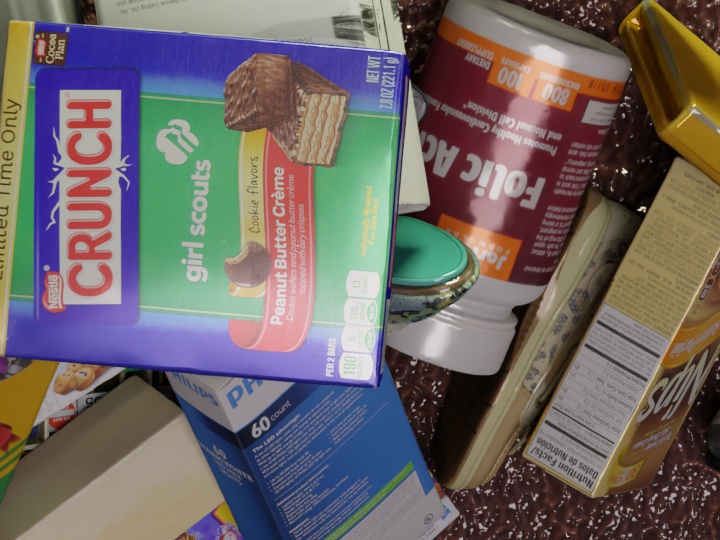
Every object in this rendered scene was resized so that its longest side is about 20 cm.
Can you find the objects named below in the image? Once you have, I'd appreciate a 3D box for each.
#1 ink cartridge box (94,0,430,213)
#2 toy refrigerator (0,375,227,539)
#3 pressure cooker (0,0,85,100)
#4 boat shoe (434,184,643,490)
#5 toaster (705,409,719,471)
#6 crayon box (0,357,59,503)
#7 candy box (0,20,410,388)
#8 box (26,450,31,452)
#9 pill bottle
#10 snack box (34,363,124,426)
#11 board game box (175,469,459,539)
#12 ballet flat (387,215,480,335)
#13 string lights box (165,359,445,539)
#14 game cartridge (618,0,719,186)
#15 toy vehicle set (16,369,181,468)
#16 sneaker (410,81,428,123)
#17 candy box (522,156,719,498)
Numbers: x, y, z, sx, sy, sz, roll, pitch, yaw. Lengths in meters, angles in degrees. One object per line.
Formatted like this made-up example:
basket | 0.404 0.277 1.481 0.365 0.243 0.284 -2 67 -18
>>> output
ink cartridge box | -0.055 -0.116 1.491 0.146 0.084 0.200 -9 89 16
toy refrigerator | -0.176 0.153 1.579 0.200 0.076 0.070 -37 119 -14
pressure cooker | -0.227 -0.109 1.512 0.178 0.176 0.200 -14 110 -9
boat shoe | 0.110 0.048 1.682 0.063 0.073 0.200 26 97 -21
toaster | 0.299 0.084 1.684 0.114 0.200 0.129 36 80 -22
crayon box | -0.230 0.049 1.483 0.127 0.051 0.200 15 123 -15
candy box | -0.082 -0.034 1.398 0.200 0.077 0.169 5 90 3
box | -0.246 0.166 1.663 0.119 0.041 0.200 5 103 -13
pill bottle | 0.070 -0.049 1.622 0.114 0.114 0.200 17 102 -16
snack box | -0.158 0.029 1.581 0.200 0.024 0.072 -33 117 -16
board game box | -0.055 0.157 1.662 0.200 0.045 0.135 -41 120 -11
ballet flat | 0.000 0.000 1.572 0.074 0.200 0.074 -15 116 -33
string lights box | -0.030 0.091 1.559 0.103 0.059 0.200 -40 135 -20
game cartridge | 0.239 -0.059 1.622 0.200 0.176 0.032 40 107 -19
toy vehicle set | -0.158 0.105 1.634 0.200 0.027 0.124 -7 108 -26
sneaker | -0.007 -0.137 1.559 0.114 0.075 0.200 28 107 23
candy box | 0.178 0.034 1.667 0.055 0.115 0.200 29 100 21
